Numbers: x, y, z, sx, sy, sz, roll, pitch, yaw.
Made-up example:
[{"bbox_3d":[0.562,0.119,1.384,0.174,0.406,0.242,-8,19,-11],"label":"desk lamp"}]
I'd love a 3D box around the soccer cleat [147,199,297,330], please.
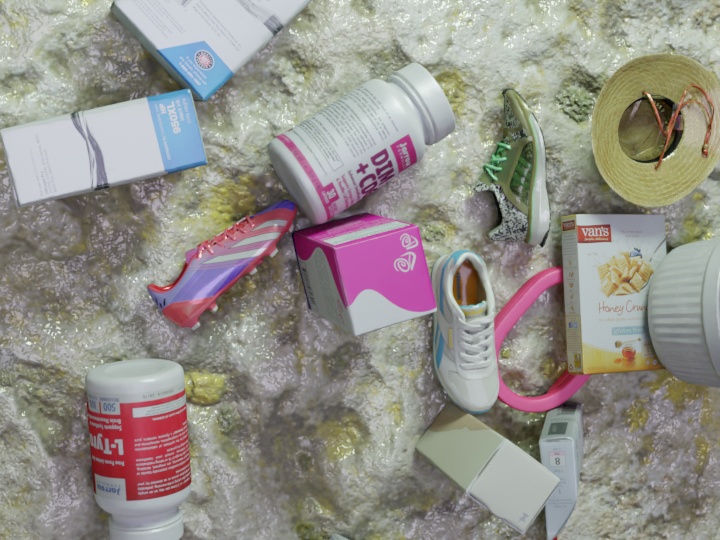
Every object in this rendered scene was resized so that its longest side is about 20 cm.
[{"bbox_3d":[-0.157,-0.018,1.371,0.200,0.067,0.076,-46,101,-3],"label":"soccer cleat"}]

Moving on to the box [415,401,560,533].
[{"bbox_3d":[0.148,0.232,1.413,0.095,0.200,0.078,38,86,-16],"label":"box"}]

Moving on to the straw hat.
[{"bbox_3d":[0.353,-0.176,1.478,0.201,0.085,0.201,-3,98,-21],"label":"straw hat"}]

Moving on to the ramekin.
[{"bbox_3d":[0.447,0.053,1.487,0.200,0.105,0.200,4,85,-48],"label":"ramekin"}]

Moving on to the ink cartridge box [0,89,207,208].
[{"bbox_3d":[-0.279,-0.132,1.270,0.200,0.145,0.084,-15,99,-14],"label":"ink cartridge box"}]

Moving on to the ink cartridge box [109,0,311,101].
[{"bbox_3d":[-0.157,-0.309,1.321,0.200,0.084,0.145,-45,105,-6],"label":"ink cartridge box"}]

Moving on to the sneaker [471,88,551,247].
[{"bbox_3d":[0.180,-0.122,1.448,0.088,0.077,0.200,-9,97,-6],"label":"sneaker"}]

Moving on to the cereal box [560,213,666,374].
[{"bbox_3d":[0.324,0.028,1.492,0.144,0.040,0.200,-2,89,-27],"label":"cereal box"}]

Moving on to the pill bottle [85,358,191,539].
[{"bbox_3d":[-0.251,0.209,1.347,0.112,0.112,0.200,-5,98,-15],"label":"pill bottle"}]

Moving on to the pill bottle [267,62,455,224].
[{"bbox_3d":[0.003,-0.151,1.369,0.200,0.113,0.113,-33,104,-9],"label":"pill bottle"}]

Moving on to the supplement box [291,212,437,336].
[{"bbox_3d":[0.000,0.000,1.343,0.103,0.200,0.101,-15,101,-13],"label":"supplement box"}]

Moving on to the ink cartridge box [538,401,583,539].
[{"bbox_3d":[0.256,0.281,1.472,0.057,0.163,0.200,-7,98,14],"label":"ink cartridge box"}]

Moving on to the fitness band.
[{"bbox_3d":[0.240,0.088,1.506,0.144,0.037,0.200,43,84,-16],"label":"fitness band"}]

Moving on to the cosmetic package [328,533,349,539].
[{"bbox_3d":[0.023,0.463,1.450,0.200,0.123,0.200,24,90,-16],"label":"cosmetic package"}]

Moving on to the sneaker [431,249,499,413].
[{"bbox_3d":[0.129,0.075,1.431,0.076,0.081,0.200,-9,86,-12],"label":"sneaker"}]
